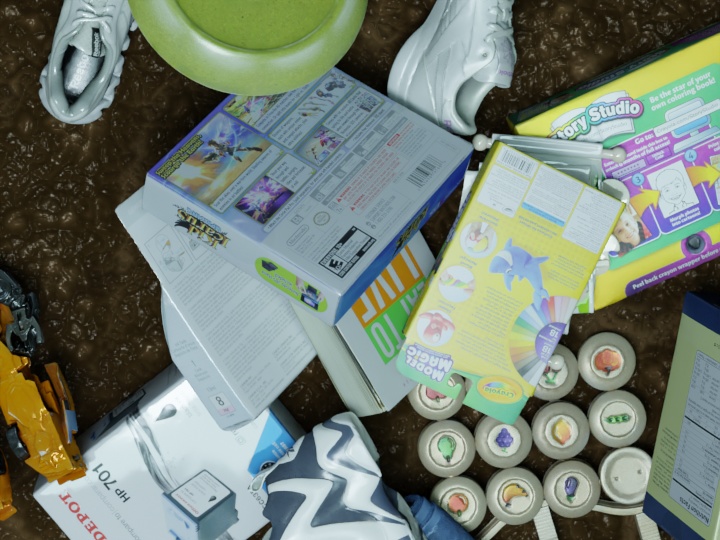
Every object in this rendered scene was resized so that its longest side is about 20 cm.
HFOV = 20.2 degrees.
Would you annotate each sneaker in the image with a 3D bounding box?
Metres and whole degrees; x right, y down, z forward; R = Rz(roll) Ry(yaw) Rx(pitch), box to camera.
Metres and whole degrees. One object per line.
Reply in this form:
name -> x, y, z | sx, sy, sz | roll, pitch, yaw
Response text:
sneaker -> -0.018, 0.228, 1.633 | 0.129, 0.079, 0.199 | -27, 101, 6
sneaker -> -0.207, -0.210, 1.613 | 0.075, 0.081, 0.200 | 14, 99, -4
sneaker -> 0.101, -0.202, 1.621 | 0.100, 0.075, 0.200 | 34, 109, 31

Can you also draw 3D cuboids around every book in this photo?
book -> 0.000, 0.000, 1.658 | 0.134, 0.048, 0.200 | -40, 106, -37

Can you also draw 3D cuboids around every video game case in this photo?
video game case -> -0.039, -0.073, 1.576 | 0.181, 0.200, 0.045 | 32, 142, 13

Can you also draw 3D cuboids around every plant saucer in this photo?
plant saucer -> -0.087, -0.238, 1.596 | 0.200, 0.031, 0.200 | 3, 78, -14

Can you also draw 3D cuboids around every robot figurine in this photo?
robot figurine -> -0.306, 0.097, 1.650 | 0.145, 0.058, 0.200 | -28, 72, 8

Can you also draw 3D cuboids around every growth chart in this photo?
growth chart -> 0.136, -0.016, 1.640 | 0.144, 0.018, 0.200 | 14, 96, -4

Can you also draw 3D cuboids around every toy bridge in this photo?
toy bridge -> 0.163, 0.229, 1.754 | 0.200, 0.027, 0.067 | -17, 101, 2

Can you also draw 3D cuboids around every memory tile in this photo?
memory tile -> 0.147, 0.140, 1.726 | 0.200, 0.017, 0.154 | -10, 92, -2

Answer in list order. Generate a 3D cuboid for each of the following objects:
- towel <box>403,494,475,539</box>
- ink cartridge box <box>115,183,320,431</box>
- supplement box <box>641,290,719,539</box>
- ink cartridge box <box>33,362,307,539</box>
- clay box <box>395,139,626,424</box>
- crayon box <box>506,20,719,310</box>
towel -> 0.077, 0.286, 1.720 | 0.112, 0.049, 0.200 | -44, 107, 2
ink cartridge box -> -0.109, 0.004, 1.627 | 0.057, 0.163, 0.200 | -27, 103, 43
supplement box -> 0.365, 0.138, 1.672 | 0.200, 0.134, 0.200 | 7, 102, -18
ink cartridge box -> -0.151, 0.170, 1.695 | 0.200, 0.086, 0.147 | -38, 102, 4
clay box -> 0.115, 0.010, 1.610 | 0.115, 0.048, 0.200 | 26, 95, -5
crayon box -> 0.247, -0.087, 1.676 | 0.200, 0.058, 0.173 | -24, 101, 3
